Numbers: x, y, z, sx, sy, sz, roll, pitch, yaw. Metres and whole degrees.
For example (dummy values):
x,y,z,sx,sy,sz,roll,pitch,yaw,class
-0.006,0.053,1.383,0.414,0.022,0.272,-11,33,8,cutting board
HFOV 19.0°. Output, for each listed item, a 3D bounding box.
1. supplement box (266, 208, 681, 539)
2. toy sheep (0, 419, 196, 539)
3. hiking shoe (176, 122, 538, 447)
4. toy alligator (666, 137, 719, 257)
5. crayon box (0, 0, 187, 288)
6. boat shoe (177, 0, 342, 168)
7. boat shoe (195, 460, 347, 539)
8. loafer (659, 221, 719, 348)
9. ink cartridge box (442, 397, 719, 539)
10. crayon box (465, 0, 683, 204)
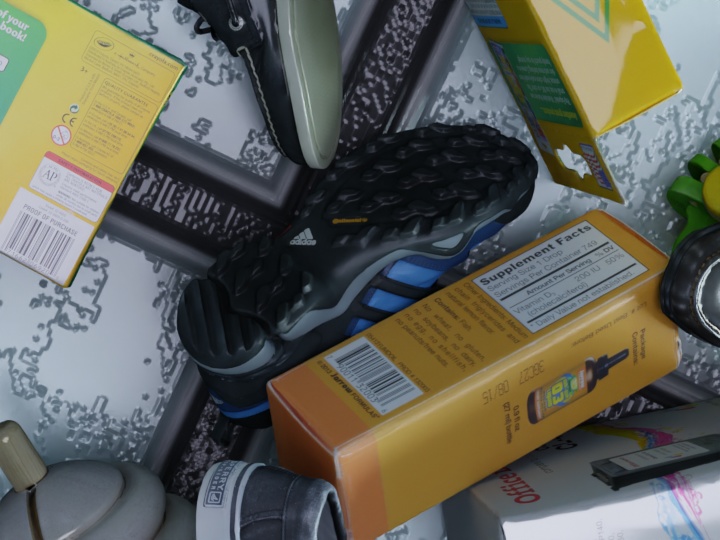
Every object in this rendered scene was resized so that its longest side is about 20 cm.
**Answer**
x,y,z,sx,sy,sz,roll,pitch,yaw,class
0.057,0.048,1.012,0.199,0.069,0.067,-25,132,-20,supplement box
-0.118,0.157,0.994,0.137,0.138,0.201,-24,109,-6,toy sheep
0.000,0.000,1.034,0.199,0.074,0.087,-30,145,-16,hiking shoe
0.218,-0.063,1.067,0.199,0.059,0.054,-36,60,-4,toy alligator
-0.194,-0.092,0.989,0.199,0.058,0.119,29,91,-11,crayon box
-0.057,-0.142,1.004,0.066,0.075,0.201,-6,114,17,boat shoe
-0.021,0.164,0.974,0.067,0.072,0.201,3,130,17,boat shoe
0.232,0.021,1.033,0.199,0.072,0.073,9,105,-32,loafer
0.149,0.121,1.027,0.198,0.148,0.086,-10,98,-9,ink cartridge box
0.083,-0.135,0.997,0.051,0.126,0.201,-28,101,-6,crayon box
